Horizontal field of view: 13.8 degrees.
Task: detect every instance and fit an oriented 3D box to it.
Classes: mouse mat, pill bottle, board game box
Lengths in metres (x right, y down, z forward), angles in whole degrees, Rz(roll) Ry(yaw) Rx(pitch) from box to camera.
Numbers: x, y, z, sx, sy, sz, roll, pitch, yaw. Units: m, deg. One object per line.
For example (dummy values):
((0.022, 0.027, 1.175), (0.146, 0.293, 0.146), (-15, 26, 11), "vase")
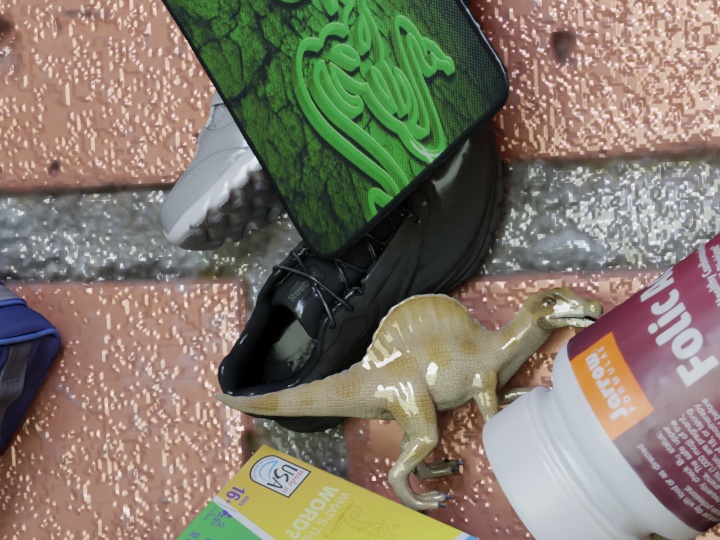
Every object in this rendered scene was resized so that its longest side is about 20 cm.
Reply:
((-0.022, -0.124, 1.446), (0.161, 0.008, 0.200), (-42, 74, 39), "mouse mat")
((0.164, 0.056, 1.427), (0.200, 0.114, 0.114), (-37, 80, 15), "pill bottle")
((-0.005, 0.178, 1.439), (0.199, 0.153, 0.040), (22, 136, 24), "board game box")

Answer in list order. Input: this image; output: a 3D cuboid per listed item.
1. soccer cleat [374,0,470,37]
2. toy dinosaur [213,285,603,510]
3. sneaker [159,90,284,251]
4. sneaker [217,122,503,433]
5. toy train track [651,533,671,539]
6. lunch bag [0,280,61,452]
((-0.005, -0.182, 1.481), (0.073, 0.068, 0.201), (-34, 61, 23), "soccer cleat")
((0.027, 0.064, 1.501), (0.199, 0.058, 0.102), (-17, 106, -7), "toy dinosaur")
((-0.044, -0.099, 1.538), (0.082, 0.075, 0.200), (38, 94, 21), "sneaker")
((0.000, 0.000, 1.508), (0.076, 0.091, 0.200), (37, 104, 24), "sneaker")
((0.161, 0.207, 1.485), (0.200, 0.033, 0.115), (34, 73, 10), "toy train track")
((-0.259, 0.084, 1.590), (0.132, 0.136, 0.200), (36, 105, 16), "lunch bag")
